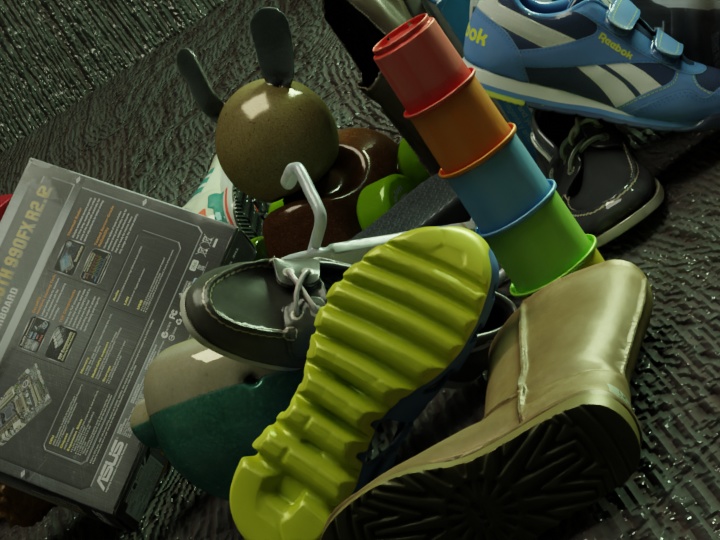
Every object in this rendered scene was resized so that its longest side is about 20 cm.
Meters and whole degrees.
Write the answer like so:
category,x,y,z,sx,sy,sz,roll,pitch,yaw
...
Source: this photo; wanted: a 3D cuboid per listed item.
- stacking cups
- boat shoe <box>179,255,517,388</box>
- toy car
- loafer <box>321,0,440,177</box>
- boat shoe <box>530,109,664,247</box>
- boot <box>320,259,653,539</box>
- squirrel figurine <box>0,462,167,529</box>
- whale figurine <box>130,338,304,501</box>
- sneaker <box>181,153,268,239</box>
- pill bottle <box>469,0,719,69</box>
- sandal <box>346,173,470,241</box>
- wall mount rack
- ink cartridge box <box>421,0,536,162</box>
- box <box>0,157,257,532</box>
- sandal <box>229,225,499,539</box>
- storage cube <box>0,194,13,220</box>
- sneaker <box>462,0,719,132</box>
category,x,y,z,sx,sy,sz,roll,pitch,yaw
stacking cups,0.079,-0.052,1.233,0.060,0.200,0.061,-30,14,8
boat shoe,-0.002,0.021,1.239,0.057,0.199,0.067,-47,44,42
toy car,-0.050,-0.097,1.660,0.164,0.200,0.158,-24,18,34
loafer,0.030,-0.130,1.605,0.071,0.200,0.073,-24,-13,-38
boat shoe,0.140,-0.066,1.419,0.072,0.063,0.200,-32,15,6
boot,0.071,0.079,1.127,0.175,0.066,0.200,-24,15,14
squirrel figurine,-0.207,0.069,1.496,0.142,0.186,0.201,93,-168,-59
whale figurine,-0.056,0.088,1.331,0.158,0.104,0.200,-16,-9,-3
sneaker,-0.135,-0.048,1.944,0.093,0.071,0.200,-26,18,6
pill bottle,0.180,-0.169,1.484,0.199,0.107,0.106,3,29,21
sandal,0.008,0.004,1.540,0.200,0.043,0.076,-35,25,-11
wall mount rack,0.000,0.000,1.403,0.199,0.075,0.174,-9,-39,-26
ink cartridge box,0.161,-0.202,1.644,0.200,0.145,0.147,-34,15,1
box,-0.177,0.045,1.418,0.048,0.158,0.201,56,-126,-66
sandal,0.006,0.062,1.193,0.200,0.079,0.087,-54,-18,7
storage cube,-0.332,0.056,1.845,0.180,0.171,0.200,-39,15,-19
sneaker,0.160,-0.135,1.395,0.199,0.083,0.074,11,11,1
